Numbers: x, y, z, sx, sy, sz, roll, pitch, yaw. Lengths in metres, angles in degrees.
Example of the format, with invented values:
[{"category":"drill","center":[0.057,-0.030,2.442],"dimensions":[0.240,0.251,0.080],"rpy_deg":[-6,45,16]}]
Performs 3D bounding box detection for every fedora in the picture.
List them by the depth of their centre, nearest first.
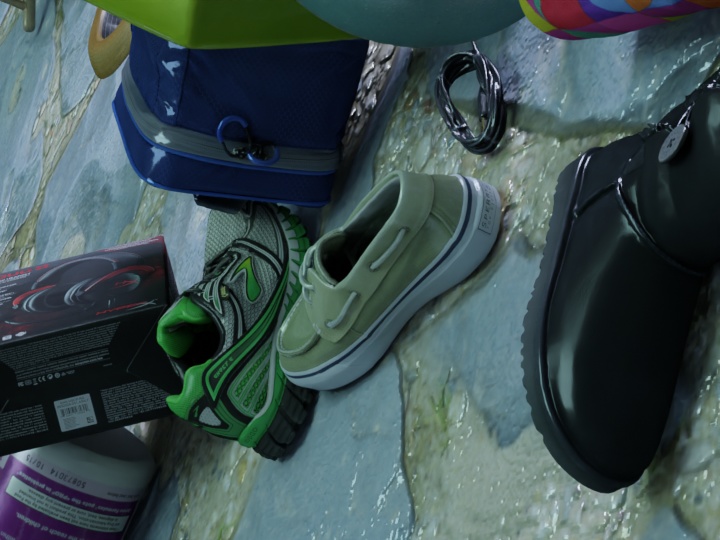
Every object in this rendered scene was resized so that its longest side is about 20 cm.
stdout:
[{"category":"fedora","center":[-0.144,-0.231,1.536],"dimensions":[0.201,0.082,0.201],"rpy_deg":[-49,25,33]}]

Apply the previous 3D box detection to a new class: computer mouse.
[{"category":"computer mouse","center":[0.070,-0.148,1.071],"dimensions":[0.058,0.034,0.201],"rpy_deg":[-23,54,38]}]

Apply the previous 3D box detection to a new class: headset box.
[{"category":"headset box","center":[-0.192,0.045,1.276],"dimensions":[0.200,0.148,0.075],"rpy_deg":[-112,9,-74]}]

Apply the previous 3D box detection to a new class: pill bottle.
[{"category":"pill bottle","center":[-0.228,0.196,1.317],"dimensions":[0.201,0.112,0.112],"rpy_deg":[-65,23,7]}]

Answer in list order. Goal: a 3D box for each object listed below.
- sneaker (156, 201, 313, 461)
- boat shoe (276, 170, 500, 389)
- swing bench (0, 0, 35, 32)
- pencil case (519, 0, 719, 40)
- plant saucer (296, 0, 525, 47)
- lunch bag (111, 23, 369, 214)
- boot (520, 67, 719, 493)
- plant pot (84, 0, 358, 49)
[{"category":"sneaker","center":[-0.078,0.020,1.173],"dimensions":[0.078,0.085,0.200],"rpy_deg":[-53,27,32]},{"category":"boat shoe","center":[0.000,0.000,1.046],"dimensions":[0.200,0.062,0.072],"rpy_deg":[-44,33,46]},{"category":"swing bench","center":[-0.351,-0.387,2.061],"dimensions":[0.199,0.129,0.201],"rpy_deg":[-15,57,63]},{"category":"pencil case","center":[0.142,-0.150,0.841],"dimensions":[0.200,0.088,0.089],"rpy_deg":[6,75,66]},{"category":"plant saucer","center":[0.032,-0.216,0.984],"dimensions":[0.036,0.199,0.201],"rpy_deg":[145,145,-83]},{"category":"lunch bag","center":[-0.079,-0.114,1.216],"dimensions":[0.200,0.135,0.133],"rpy_deg":[-116,36,-62]},{"category":"boot","center":[0.150,-0.020,0.746],"dimensions":[0.200,0.065,0.165],"rpy_deg":[-34,42,46]},{"category":"plant pot","center":[-0.079,-0.249,1.125],"dimensions":[0.199,0.200,0.182],"rpy_deg":[29,118,35]}]
